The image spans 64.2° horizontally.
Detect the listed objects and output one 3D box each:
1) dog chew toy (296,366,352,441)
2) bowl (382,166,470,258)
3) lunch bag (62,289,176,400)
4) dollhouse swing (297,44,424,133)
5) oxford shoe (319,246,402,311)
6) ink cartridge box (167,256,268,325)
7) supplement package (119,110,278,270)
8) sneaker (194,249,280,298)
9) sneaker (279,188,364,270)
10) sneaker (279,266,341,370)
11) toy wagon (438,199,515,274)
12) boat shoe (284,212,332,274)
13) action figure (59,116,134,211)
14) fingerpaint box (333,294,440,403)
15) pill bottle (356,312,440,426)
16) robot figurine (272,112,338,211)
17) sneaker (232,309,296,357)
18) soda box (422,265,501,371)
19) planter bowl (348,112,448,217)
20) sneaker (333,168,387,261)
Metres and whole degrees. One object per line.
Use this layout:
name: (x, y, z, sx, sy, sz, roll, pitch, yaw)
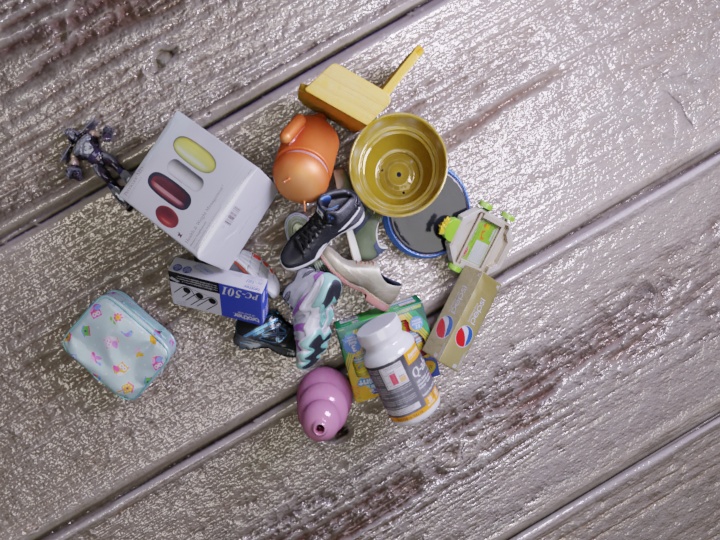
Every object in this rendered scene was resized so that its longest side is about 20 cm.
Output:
dog chew toy: (-0.076, 0.280, 1.177, 0.120, 0.200, 0.129, 0, 101, 0)
bowl: (0.143, -0.127, 1.227, 0.193, 0.039, 0.208, -1, 99, -6)
lunch bag: (-0.483, 0.150, 1.176, 0.200, 0.077, 0.161, 43, 91, -11)
dollhouse swing: (-0.004, -0.371, 1.089, 0.178, 0.200, 0.180, 26, 96, -10)
oxford shoe: (0.000, 0.000, 1.180, 0.198, 0.071, 0.074, 35, 106, -23)
ink cartridge box: (-0.284, 0.042, 1.156, 0.193, 0.045, 0.096, 13, 133, 5)
supplement package: (-0.295, -0.145, 1.077, 0.197, 0.147, 0.194, 34, 87, 12)
sneaker: (-0.257, 0.003, 1.193, 0.198, 0.077, 0.082, 37, 114, -6)
sneaker: (-0.085, -0.088, 1.095, 0.198, 0.112, 0.074, -38, 69, -3)
sneaker: (-0.122, 0.086, 1.174, 0.138, 0.077, 0.206, 24, 99, 32)
toy wagon: (0.238, -0.069, 1.213, 0.196, 0.040, 0.159, 20, 102, -29)
boat shoe: (-0.094, -0.029, 1.201, 0.071, 0.062, 0.203, -30, 101, -1)
action figure: (-0.506, -0.212, 1.123, 0.199, 0.070, 0.131, 42, 101, -7)
fingerpaint box: (0.057, 0.169, 1.243, 0.194, 0.073, 0.172, -16, 101, -4)
pill bottle: (0.074, 0.197, 1.154, 0.114, 0.116, 0.205, -26, 101, -2)
robot figurine: (-0.106, -0.216, 1.107, 0.113, 0.145, 0.205, 17, 54, -9)
sneaker: (-0.169, 0.131, 1.211, 0.193, 0.073, 0.085, 8, 99, -8)
soda box: (0.210, 0.098, 1.191, 0.063, 0.067, 0.204, 27, 89, -30)
planter bowl: (0.077, -0.201, 1.151, 0.193, 0.083, 0.208, -1, 84, 6)
sneaker: (0.004, -0.119, 1.198, 0.087, 0.067, 0.206, -14, 107, -2)
